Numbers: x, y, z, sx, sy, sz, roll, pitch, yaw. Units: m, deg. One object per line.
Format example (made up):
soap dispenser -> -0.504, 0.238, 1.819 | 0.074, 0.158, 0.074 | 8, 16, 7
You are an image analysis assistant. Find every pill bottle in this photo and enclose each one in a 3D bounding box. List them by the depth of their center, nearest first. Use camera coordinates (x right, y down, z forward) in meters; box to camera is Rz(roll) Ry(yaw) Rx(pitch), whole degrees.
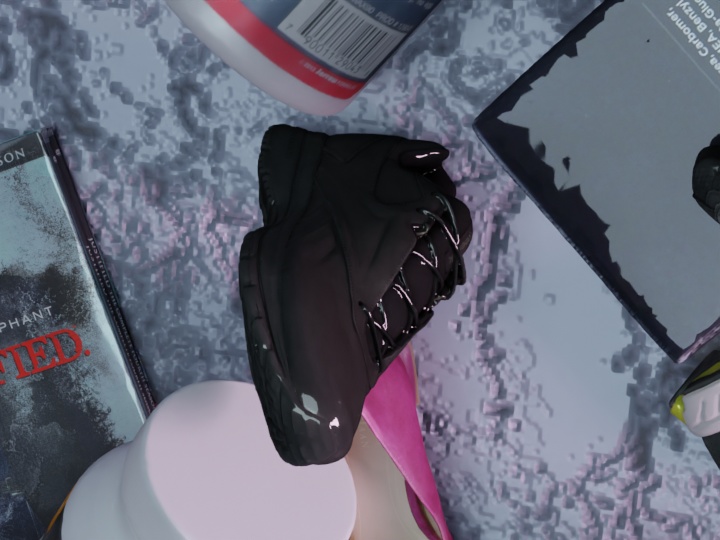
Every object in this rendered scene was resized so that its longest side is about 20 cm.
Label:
pill bottle -> 0.013, -0.171, 0.888 | 0.120, 0.120, 0.200 | 46, 108, 3
pill bottle -> -0.086, 0.141, 0.944 | 0.116, 0.116, 0.200 | 39, 132, 5

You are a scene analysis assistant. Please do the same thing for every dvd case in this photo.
dvd case -> -0.173, 0.049, 1.032 | 0.146, 0.022, 0.200 | -17, 95, 18

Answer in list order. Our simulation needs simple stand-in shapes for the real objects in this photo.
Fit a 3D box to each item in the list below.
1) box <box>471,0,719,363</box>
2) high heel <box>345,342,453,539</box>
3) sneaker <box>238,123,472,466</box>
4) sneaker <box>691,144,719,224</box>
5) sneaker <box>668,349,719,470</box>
box -> 0.167, -0.088, 0.821 | 0.200, 0.197, 0.117 | -43, 87, 18
high heel -> 0.012, 0.124, 0.957 | 0.067, 0.096, 0.200 | -2, 100, 15
sneaker -> 0.000, 0.000, 0.892 | 0.091, 0.200, 0.076 | -4, 128, 7
sneaker -> 0.162, -0.086, 0.684 | 0.090, 0.066, 0.200 | 25, 108, 8
sneaker -> 0.229, 0.038, 0.902 | 0.200, 0.074, 0.085 | -27, 99, 27
